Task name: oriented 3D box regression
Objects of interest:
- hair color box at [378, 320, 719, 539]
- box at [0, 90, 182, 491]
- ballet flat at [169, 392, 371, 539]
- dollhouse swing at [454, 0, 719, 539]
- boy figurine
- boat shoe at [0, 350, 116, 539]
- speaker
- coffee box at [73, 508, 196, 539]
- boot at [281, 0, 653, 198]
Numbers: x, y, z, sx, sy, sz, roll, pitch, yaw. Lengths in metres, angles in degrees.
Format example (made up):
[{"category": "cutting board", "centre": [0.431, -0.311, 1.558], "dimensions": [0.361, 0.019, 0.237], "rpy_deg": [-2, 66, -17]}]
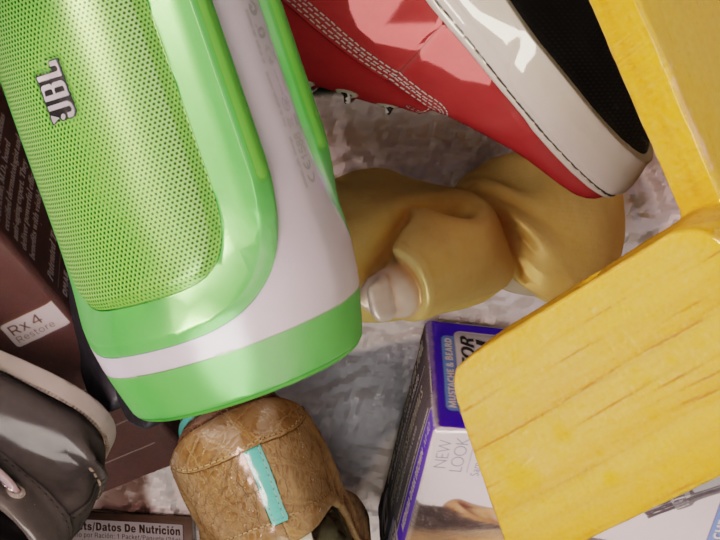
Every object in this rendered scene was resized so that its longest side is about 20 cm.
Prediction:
[{"category": "hair color box", "centre": [0.113, 0.087, 0.945], "dimensions": [0.199, 0.065, 0.110], "rpy_deg": [7, 132, -7]}, {"category": "box", "centre": [-0.148, 0.000, 0.848], "dimensions": [0.100, 0.075, 0.200], "rpy_deg": [-24, 127, 19]}, {"category": "ballet flat", "centre": [-0.023, 0.106, 0.900], "dimensions": [0.068, 0.073, 0.200], "rpy_deg": [-25, 156, -6]}, {"category": "dollhouse swing", "centre": [0.102, -0.048, 0.760], "dimensions": [0.176, 0.200, 0.182], "rpy_deg": [55, 139, -1]}, {"category": "boy figurine", "centre": [0.000, 0.000, 0.837], "dimensions": [0.199, 0.124, 0.065], "rpy_deg": [-11, 100, -28]}, {"category": "boat shoe", "centre": [-0.177, 0.038, 0.781], "dimensions": [0.199, 0.057, 0.067], "rpy_deg": [22, 143, -3]}, {"category": "speaker", "centre": [-0.065, -0.062, 0.707], "dimensions": [0.088, 0.088, 0.201], "rpy_deg": [-17, 99, 12]}, {"category": "coffee box", "centre": [-0.105, 0.202, 0.944], "dimensions": [0.079, 0.200, 0.113], "rpy_deg": [4, 131, -11]}, {"category": "boot", "centre": [-0.011, -0.070, 0.797], "dimensions": [0.144, 0.073, 0.200], "rpy_deg": [-37, 115, 27]}]
